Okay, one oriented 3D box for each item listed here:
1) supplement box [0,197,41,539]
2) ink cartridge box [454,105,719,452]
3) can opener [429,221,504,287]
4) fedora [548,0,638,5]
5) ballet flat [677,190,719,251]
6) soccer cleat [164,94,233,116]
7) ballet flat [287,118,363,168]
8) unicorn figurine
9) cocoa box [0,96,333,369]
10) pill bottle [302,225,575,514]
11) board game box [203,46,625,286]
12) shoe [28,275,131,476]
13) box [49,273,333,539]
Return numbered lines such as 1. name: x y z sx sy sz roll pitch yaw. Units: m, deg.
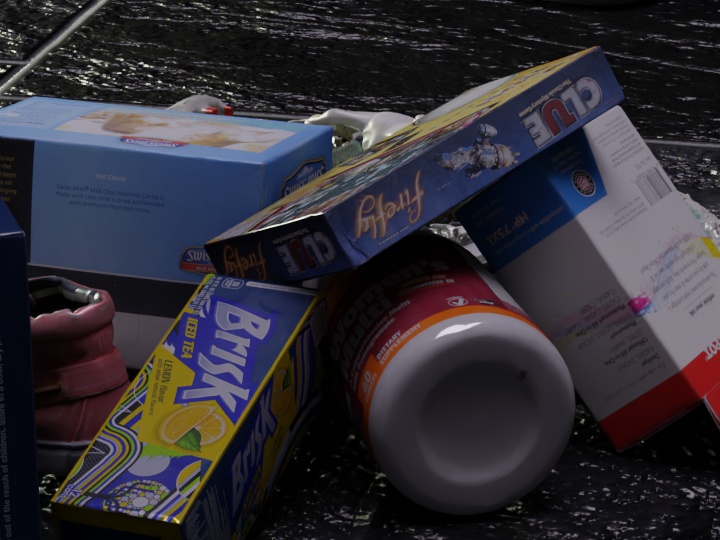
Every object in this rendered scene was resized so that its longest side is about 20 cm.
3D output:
1. supplement box: -0.259 0.065 1.169 0.199 0.201 0.134 -7 20 -17
2. ink cartridge box: 0.154 0.019 1.409 0.067 0.200 0.116 -35 -2 34
3. can opener: 0.000 0.000 1.570 0.200 0.067 0.053 1 16 27
4. fedora: 0.200 -0.310 2.357 0.176 0.091 0.200 -3 20 -11
5. ballet flat: 0.214 0.012 1.549 0.072 0.072 0.200 -3 23 -9
6. soccer cleat: -0.151 -0.075 1.749 0.077 0.069 0.200 6 24 24
7. ballet flat: -0.051 -0.064 1.708 0.074 0.074 0.200 16 21 36
8. unicorn figurine: 0.029 -0.068 1.635 0.137 0.074 0.200 -4 -1 42
9. cocoa box: -0.129 -0.022 1.489 0.199 0.132 0.133 7 14 16
10. pill bottle: 0.034 0.043 1.369 0.109 0.110 0.200 -5 21 -14
11. board game box: 0.029 -0.052 1.369 0.200 0.035 0.135 -32 9 -29
12. shoe: -0.194 0.049 1.334 0.200 0.091 0.071 4 20 41
13. box: -0.079 0.083 1.261 0.070 0.064 0.200 8 34 18
